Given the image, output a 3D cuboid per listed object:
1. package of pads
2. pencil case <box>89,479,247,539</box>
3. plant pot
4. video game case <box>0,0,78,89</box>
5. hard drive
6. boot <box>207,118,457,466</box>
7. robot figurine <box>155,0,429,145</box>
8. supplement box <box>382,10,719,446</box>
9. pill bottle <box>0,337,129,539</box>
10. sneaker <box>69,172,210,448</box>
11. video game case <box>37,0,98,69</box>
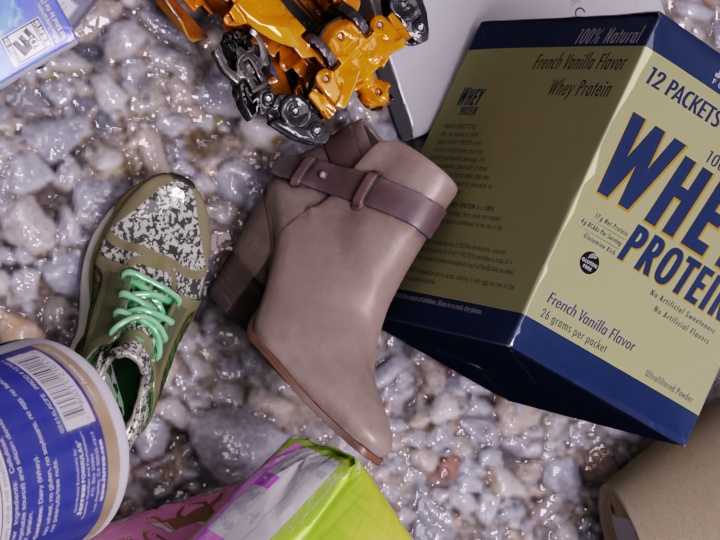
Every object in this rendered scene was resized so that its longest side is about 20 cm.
[{"bbox_3d":[-0.049,0.205,1.096,0.200,0.068,0.155,-45,122,-19],"label":"package of pads"},{"bbox_3d":[-0.130,0.179,1.144,0.199,0.086,0.083,-14,81,-24],"label":"pencil case"},{"bbox_3d":[0.257,0.146,1.278,0.198,0.187,0.189,-16,93,-9],"label":"plant pot"},{"bbox_3d":[-0.281,-0.166,1.111,0.181,0.045,0.201,-32,102,-14],"label":"video game case"},{"bbox_3d":[0.093,-0.176,1.295,0.199,0.027,0.133,-22,96,-23],"label":"hard drive"},{"bbox_3d":[0.000,0.000,1.166,0.146,0.200,0.070,-45,141,0],"label":"boot"},{"bbox_3d":[-0.052,-0.171,1.198,0.145,0.058,0.200,-45,104,-19],"label":"robot figurine"},{"bbox_3d":[0.126,-0.029,1.192,0.134,0.200,0.201,29,81,-26],"label":"supplement box"},{"bbox_3d":[-0.219,0.108,1.026,0.199,0.115,0.117,-17,94,-54],"label":"pill bottle"},{"bbox_3d":[-0.126,0.040,1.154,0.076,0.088,0.201,23,79,-20],"label":"sneaker"},{"bbox_3d":[-0.216,-0.234,1.172,0.200,0.019,0.143,41,72,-15],"label":"video game case"}]
